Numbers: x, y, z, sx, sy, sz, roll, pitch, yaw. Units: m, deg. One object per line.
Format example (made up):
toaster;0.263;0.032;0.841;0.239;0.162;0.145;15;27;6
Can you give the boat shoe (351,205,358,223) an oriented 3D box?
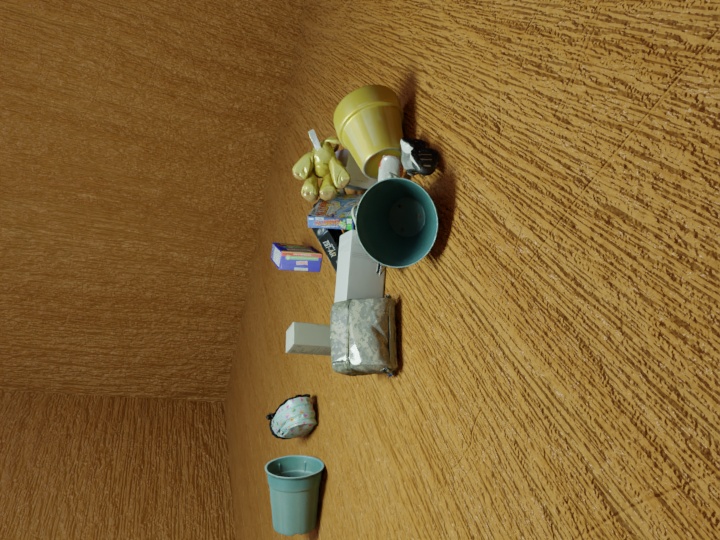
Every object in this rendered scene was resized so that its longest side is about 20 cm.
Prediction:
boat shoe;0.025;-0.163;1.684;0.074;0.061;0.200;62;-160;-12

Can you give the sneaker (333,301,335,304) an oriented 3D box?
sneaker;-0.019;0.073;1.832;0.086;0.079;0.205;39;123;46

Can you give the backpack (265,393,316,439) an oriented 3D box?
backpack;-0.231;0.527;2.149;0.201;0.163;0.129;-54;54;48

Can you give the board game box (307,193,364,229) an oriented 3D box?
board game box;-0.067;-0.175;1.744;0.201;0.131;0.035;-70;-19;-62

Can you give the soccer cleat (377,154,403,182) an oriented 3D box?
soccer cleat;0.075;-0.225;1.605;0.202;0.066;0.087;97;-179;-59

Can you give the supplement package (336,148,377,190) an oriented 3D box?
supplement package;-0.025;-0.319;1.902;0.199;0.111;0.113;-161;79;-69

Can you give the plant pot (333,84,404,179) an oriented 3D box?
plant pot;0.041;-0.367;1.648;0.202;0.196;0.193;-56;46;51

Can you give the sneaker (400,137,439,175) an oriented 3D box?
sneaker;0.145;-0.269;1.491;0.201;0.072;0.082;-109;23;-62

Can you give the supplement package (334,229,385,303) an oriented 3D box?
supplement package;0.000;0.000;1.715;0.117;0.114;0.207;162;115;-68

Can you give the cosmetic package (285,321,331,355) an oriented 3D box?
cosmetic package;-0.128;0.217;1.872;0.104;0.194;0.075;135;139;-57

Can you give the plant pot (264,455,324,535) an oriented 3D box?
plant pot;-0.217;0.742;1.969;0.199;0.194;0.203;-173;83;-70

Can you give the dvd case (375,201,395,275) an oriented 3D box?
dvd case;0.078;-0.098;1.584;0.149;0.016;0.206;-44;-33;-76

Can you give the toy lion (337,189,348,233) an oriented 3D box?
toy lion;-0.050;-0.164;1.926;0.200;0.067;0.197;-75;-35;-86

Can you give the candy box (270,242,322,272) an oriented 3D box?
candy box;-0.258;-0.054;2.379;0.200;0.164;0.079;-144;60;-67

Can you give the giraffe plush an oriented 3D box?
giraffe plush;-0.114;-0.315;1.799;0.162;0.167;0.207;-80;-17;-81

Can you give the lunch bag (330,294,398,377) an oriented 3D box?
lunch bag;0.020;0.175;1.566;0.165;0.138;0.206;-14;65;36

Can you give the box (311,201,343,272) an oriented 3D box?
box;-0.094;-0.111;1.844;0.163;0.043;0.201;61;-170;-23

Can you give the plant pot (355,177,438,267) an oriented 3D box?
plant pot;0.098;-0.120;1.426;0.135;0.195;0.206;-33;-43;-71
